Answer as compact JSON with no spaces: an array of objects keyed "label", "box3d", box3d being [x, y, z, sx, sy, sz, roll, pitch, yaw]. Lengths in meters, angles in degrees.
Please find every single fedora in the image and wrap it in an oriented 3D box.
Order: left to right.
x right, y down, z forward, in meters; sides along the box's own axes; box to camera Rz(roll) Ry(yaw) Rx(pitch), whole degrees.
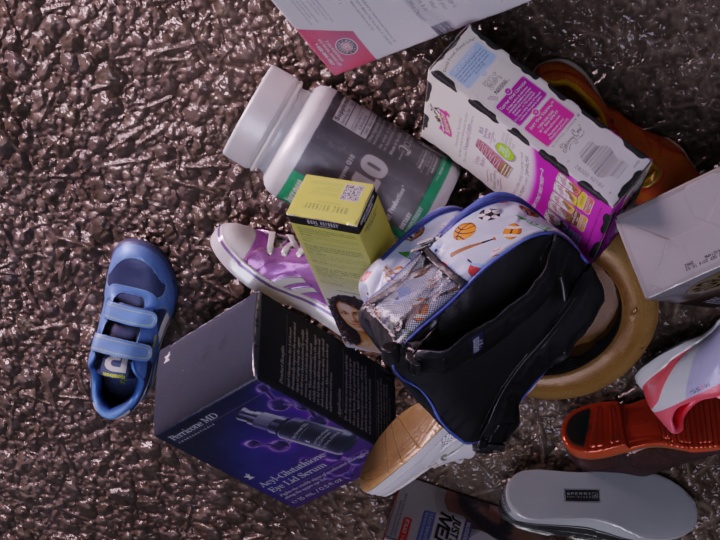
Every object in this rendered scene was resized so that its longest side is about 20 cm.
[{"label":"fedora","box3d":[0.184,0.025,1.638,0.199,0.082,0.202,5,118,9]}]

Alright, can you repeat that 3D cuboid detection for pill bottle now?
[{"label":"pill bottle","box3d":[-0.019,-0.098,1.598,0.199,0.113,0.113,30,121,-4]}]

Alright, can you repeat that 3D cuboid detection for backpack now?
[{"label":"backpack","box3d":[0.107,0.031,1.508,0.190,0.154,0.200,-38,140,2]}]

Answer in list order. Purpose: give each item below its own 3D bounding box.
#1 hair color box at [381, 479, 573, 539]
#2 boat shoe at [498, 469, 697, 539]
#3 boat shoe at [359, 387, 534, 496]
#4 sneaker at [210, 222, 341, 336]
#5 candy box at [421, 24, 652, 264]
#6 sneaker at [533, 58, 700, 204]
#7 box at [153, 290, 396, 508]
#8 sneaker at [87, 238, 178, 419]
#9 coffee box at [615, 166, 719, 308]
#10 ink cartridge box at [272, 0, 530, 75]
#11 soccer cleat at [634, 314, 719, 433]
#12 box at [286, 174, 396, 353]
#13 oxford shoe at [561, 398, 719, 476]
[{"label":"hair color box","box3d":[0.121,0.295,1.788,0.199,0.111,0.064,19,122,2]},{"label":"boat shoe","box3d":[0.239,0.240,1.762,0.199,0.071,0.064,8,155,-2]},{"label":"boat shoe","box3d":[0.085,0.153,1.631,0.200,0.071,0.069,-42,119,17]},{"label":"sneaker","box3d":[-0.038,-0.018,1.679,0.200,0.073,0.115,27,118,-15]},{"label":"candy box","box3d":[0.149,-0.108,1.512,0.200,0.061,0.137,38,163,12]},{"label":"sneaker","box3d":[0.226,-0.107,1.558,0.199,0.077,0.073,35,119,-9]},{"label":"box","box3d":[-0.082,0.130,1.698,0.148,0.105,0.200,-31,133,34]},{"label":"sneaker","box3d":[-0.233,0.064,1.758,0.073,0.082,0.201,13,119,7]},{"label":"coffee box","box3d":[0.314,-0.027,1.507,0.113,0.200,0.080,-26,75,23]},{"label":"ink cartridge box","box3d":[0.030,-0.267,1.480,0.199,0.083,0.147,-19,142,21]},{"label":"soccer cleat","box3d":[0.349,0.079,1.625,0.200,0.068,0.074,-37,67,31]},{"label":"box","box3d":[0.000,0.000,1.571,0.075,0.050,0.200,9,145,27]},{"label":"oxford shoe","box3d":[0.301,0.162,1.709,0.199,0.072,0.073,-4,143,15]}]
